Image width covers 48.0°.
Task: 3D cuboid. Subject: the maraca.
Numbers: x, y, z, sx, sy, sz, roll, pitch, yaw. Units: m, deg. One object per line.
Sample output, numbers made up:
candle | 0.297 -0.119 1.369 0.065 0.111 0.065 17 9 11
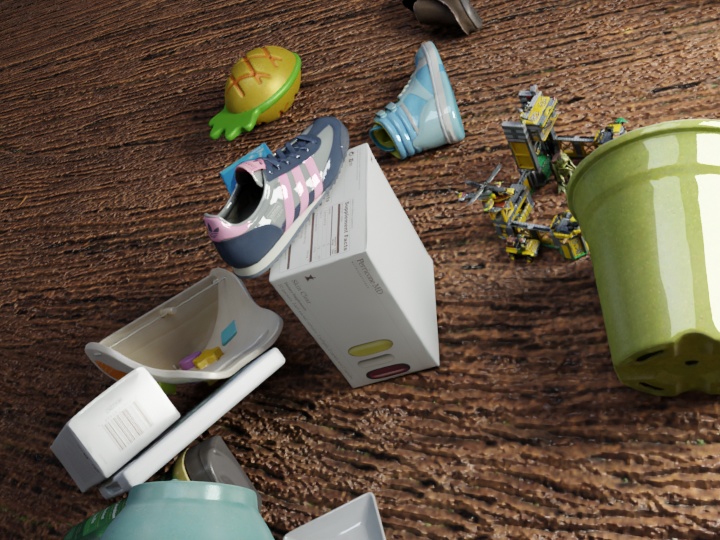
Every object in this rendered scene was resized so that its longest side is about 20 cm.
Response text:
maraca | -0.172 -0.286 1.318 0.135 0.107 0.202 10 58 47

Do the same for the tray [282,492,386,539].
tray | -0.009 0.313 0.738 0.106 0.022 0.202 -27 43 8

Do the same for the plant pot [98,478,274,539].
plant pot | -0.153 0.264 0.719 0.196 0.200 0.137 -10 64 25

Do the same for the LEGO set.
LEGO set | 0.214 -0.121 0.913 0.152 0.117 0.201 21 65 43

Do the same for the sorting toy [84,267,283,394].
sorting toy | -0.181 0.088 0.937 0.178 0.109 0.199 -1 25 46

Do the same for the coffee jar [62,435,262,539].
coffee jar | -0.203 0.265 0.842 0.198 0.105 0.085 -35 8 1

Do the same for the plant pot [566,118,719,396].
plant pot | 0.287 0.003 0.721 0.196 0.200 0.188 -9 58 25

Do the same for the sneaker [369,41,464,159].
sneaker | 0.068 -0.240 1.145 0.128 0.080 0.203 -21 43 13

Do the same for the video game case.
video game case | -0.184 0.166 0.868 0.199 0.024 0.181 -39 2 -31

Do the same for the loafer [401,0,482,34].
loafer | 0.125 -0.409 1.276 0.071 0.073 0.201 -43 37 6

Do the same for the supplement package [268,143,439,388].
supplement package | 0.000 0.000 0.880 0.109 0.201 0.158 -17 45 19

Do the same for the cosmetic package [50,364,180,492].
cosmetic package | -0.276 0.180 0.896 0.101 0.075 0.199 -38 2 -32

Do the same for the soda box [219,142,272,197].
soda box | -0.087 -0.050 0.981 0.067 0.201 0.064 -33 41 -1

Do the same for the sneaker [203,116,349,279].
sneaker | -0.080 -0.093 0.803 0.069 0.082 0.202 8 58 39
